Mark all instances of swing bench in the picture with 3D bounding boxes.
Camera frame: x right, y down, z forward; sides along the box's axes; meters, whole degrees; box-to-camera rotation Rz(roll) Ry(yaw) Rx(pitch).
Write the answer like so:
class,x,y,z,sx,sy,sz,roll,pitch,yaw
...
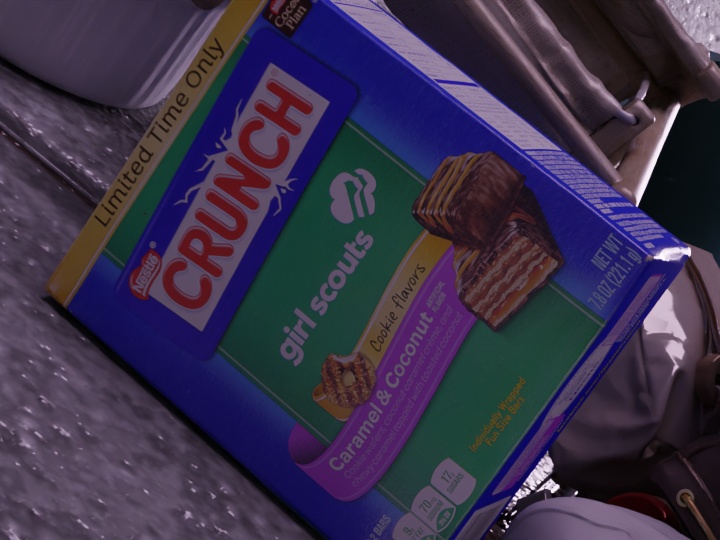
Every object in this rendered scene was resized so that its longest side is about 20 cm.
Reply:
class,x,y,z,sx,sy,sz,roll,pitch,yaw
swing bench,0.062,-0.121,0.912,0.199,0.129,0.200,51,42,-6

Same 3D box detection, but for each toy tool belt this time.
class,x,y,z,sx,sy,sz,roll,pitch,yaw
toy tool belt,0.138,0.078,0.909,0.123,0.124,0.201,40,33,-46

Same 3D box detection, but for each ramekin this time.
class,x,y,z,sx,sy,sz,roll,pitch,yaw
ramekin,-0.165,-0.178,1.083,0.200,0.098,0.201,32,17,-11

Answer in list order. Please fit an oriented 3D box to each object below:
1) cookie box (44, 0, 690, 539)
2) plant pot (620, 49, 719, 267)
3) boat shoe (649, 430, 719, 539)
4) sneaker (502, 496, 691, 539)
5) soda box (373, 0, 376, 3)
class,x,y,z,sx,sy,sz,roll,pitch,yaw
cookie box,0.000,0.000,0.781,0.200,0.172,0.075,39,14,16
plant pot,0.133,-0.069,1.215,0.161,0.202,0.200,33,12,38
boat shoe,0.180,0.160,0.797,0.072,0.059,0.201,-70,138,-84
sneaker,0.102,0.153,0.725,0.099,0.078,0.200,16,23,-41
soda box,-0.029,-0.136,1.050,0.068,0.202,0.063,3,11,13
